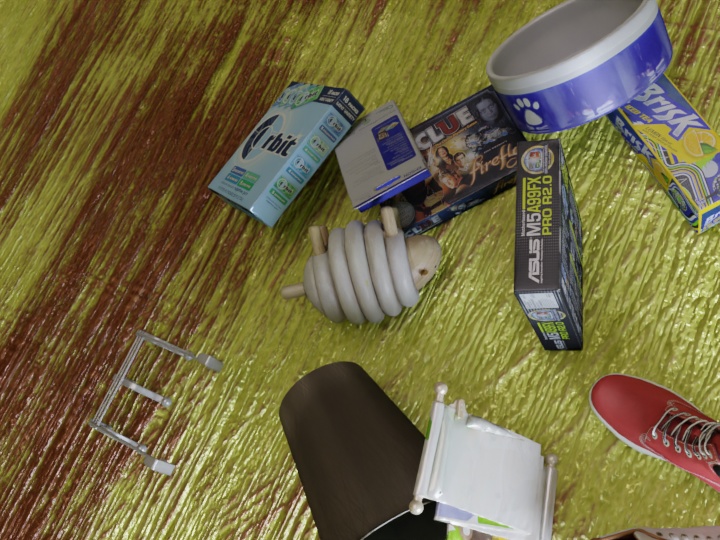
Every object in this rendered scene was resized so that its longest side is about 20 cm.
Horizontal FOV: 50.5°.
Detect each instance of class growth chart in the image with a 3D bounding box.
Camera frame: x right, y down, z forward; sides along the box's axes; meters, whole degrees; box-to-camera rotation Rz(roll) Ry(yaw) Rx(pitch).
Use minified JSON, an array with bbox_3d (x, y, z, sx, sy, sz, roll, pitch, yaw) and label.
[{"bbox_3d":[0.128,0.215,0.752,0.018,0.200,0.145,-14,50,53],"label":"growth chart"}]

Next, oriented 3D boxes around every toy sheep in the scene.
[{"bbox_3d":[0.000,0.000,0.915,0.200,0.138,0.138,-14,64,12],"label":"toy sheep"}]

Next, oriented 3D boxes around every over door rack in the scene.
[{"bbox_3d":[-0.256,0.166,0.975,0.200,0.067,0.148,10,71,48],"label":"over door rack"}]

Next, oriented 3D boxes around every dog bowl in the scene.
[{"bbox_3d":[0.253,-0.249,0.893,0.200,0.079,0.200,-28,26,15],"label":"dog bowl"}]

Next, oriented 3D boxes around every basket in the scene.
[{"bbox_3d":[0.005,0.206,0.821,0.180,0.136,0.200,-8,44,-31],"label":"basket"}]

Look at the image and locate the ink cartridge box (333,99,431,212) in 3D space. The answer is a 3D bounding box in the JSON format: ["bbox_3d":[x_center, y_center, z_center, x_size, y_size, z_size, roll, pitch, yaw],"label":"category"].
[{"bbox_3d":[0.025,-0.135,0.944,0.099,0.039,0.200,-27,35,9],"label":"ink cartridge box"}]

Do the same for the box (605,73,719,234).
[{"bbox_3d":[0.356,-0.145,0.869,0.070,0.064,0.200,-30,60,8],"label":"box"}]

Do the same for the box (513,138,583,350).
[{"bbox_3d":[0.201,-0.018,0.799,0.044,0.200,0.160,-3,68,21],"label":"box"}]

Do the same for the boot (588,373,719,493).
[{"bbox_3d":[0.304,0.148,0.718,0.200,0.144,0.072,31,84,31],"label":"boot"}]

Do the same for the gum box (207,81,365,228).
[{"bbox_3d":[-0.106,-0.164,1.040,0.200,0.045,0.170,-53,32,-6],"label":"gum box"}]

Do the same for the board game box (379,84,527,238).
[{"bbox_3d":[0.111,-0.137,0.983,0.200,0.035,0.136,-28,60,9],"label":"board game box"}]

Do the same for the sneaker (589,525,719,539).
[{"bbox_3d":[0.298,0.273,0.702,0.200,0.085,0.073,-11,63,16],"label":"sneaker"}]
